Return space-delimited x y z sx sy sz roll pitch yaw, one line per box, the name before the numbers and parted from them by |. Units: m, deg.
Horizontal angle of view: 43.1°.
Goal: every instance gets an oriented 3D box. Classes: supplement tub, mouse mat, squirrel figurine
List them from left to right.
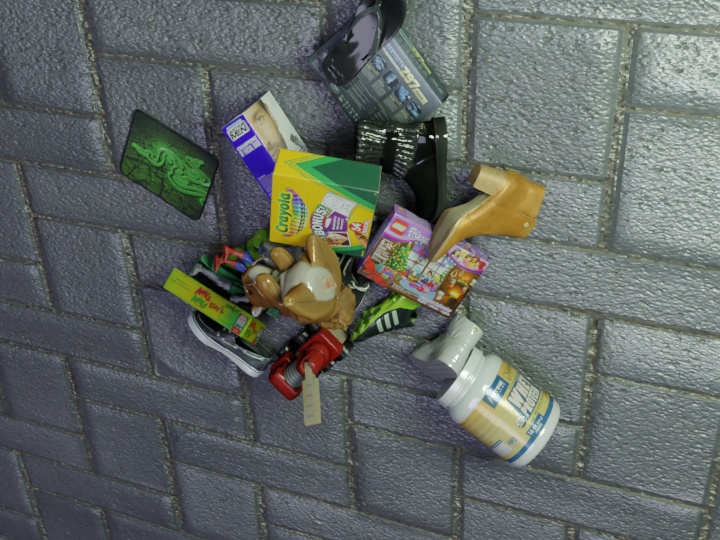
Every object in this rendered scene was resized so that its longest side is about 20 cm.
mouse mat | -0.379 -0.205 1.794 0.198 0.008 0.162 31 127 4
squirrel figurine | -0.112 0.044 1.604 0.184 0.144 0.199 -9 147 41
supplement tub | 0.253 0.249 1.688 0.198 0.145 0.145 36 128 0

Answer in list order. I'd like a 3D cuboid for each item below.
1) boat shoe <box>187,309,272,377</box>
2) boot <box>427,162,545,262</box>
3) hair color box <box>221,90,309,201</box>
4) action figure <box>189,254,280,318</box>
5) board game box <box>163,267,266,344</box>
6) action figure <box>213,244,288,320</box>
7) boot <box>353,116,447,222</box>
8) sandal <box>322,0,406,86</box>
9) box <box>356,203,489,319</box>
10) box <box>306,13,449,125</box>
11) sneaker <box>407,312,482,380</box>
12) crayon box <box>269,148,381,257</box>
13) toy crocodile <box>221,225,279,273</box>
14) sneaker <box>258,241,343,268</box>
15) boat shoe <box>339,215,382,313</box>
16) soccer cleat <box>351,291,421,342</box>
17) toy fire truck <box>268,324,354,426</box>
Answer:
boat shoe | -0.271 0.139 1.913 0.199 0.072 0.068 39 123 2
boot | 0.212 -0.075 1.523 0.142 0.071 0.203 20 118 -21
hair color box | -0.148 -0.203 1.621 0.064 0.110 0.202 -26 107 35
action figure | -0.245 0.039 1.827 0.197 0.056 0.118 30 173 -14
board game box | -0.294 0.073 1.846 0.198 0.102 0.048 30 84 15
action figure | -0.180 0.026 1.743 0.197 0.101 0.065 14 146 -31
boot | 0.063 -0.166 1.517 0.154 0.080 0.214 -6 132 -3
sandal | 0.007 -0.366 1.429 0.076 0.043 0.201 38 126 1
box | 0.109 -0.013 1.610 0.197 0.039 0.138 26 118 -15
box | 0.028 -0.319 1.505 0.157 0.051 0.201 -33 101 36
sneaker | 0.165 0.139 1.708 0.073 0.116 0.199 40 165 -13
crayon box | -0.062 -0.107 1.515 0.168 0.059 0.201 9 149 -2
toy crocodile | -0.196 -0.045 1.775 0.067 0.063 0.198 24 139 -38
sneaker | -0.092 -0.035 1.707 0.196 0.077 0.087 13 116 -16
boat shoe | 0.000 0.000 1.669 0.072 0.060 0.204 12 109 -25
soccer cleat | 0.057 0.091 1.737 0.081 0.068 0.199 37 129 -17
toy fire truck | -0.110 0.213 1.801 0.129 0.201 0.175 45 127 -7
